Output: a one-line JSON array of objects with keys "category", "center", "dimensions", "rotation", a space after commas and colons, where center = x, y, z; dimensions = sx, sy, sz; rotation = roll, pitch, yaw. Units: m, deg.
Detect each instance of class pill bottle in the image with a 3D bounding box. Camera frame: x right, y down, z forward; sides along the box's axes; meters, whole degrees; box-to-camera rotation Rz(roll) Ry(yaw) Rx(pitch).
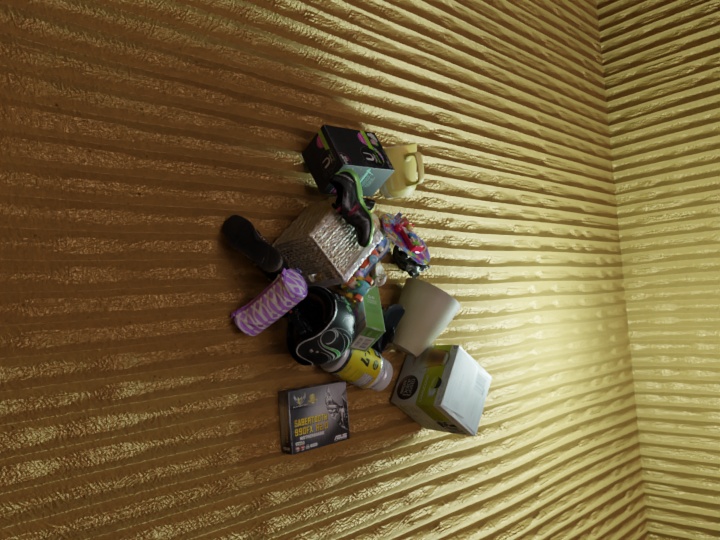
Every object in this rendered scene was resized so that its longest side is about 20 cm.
[{"category": "pill bottle", "center": [-0.009, 0.258, 1.637], "dimensions": [0.200, 0.114, 0.115], "rotation": [33, 63, -36]}]

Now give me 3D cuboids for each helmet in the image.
[{"category": "helmet", "center": [-0.107, 0.143, 1.497], "dimensions": [0.191, 0.199, 0.201], "rotation": [62, 42, -58]}]

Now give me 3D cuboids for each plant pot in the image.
[{"category": "plant pot", "center": [0.177, 0.156, 1.803], "dimensions": [0.187, 0.187, 0.201], "rotation": [38, 75, -34]}]

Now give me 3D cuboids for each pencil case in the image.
[{"category": "pencil case", "center": [-0.215, 0.077, 1.410], "dimensions": [0.085, 0.200, 0.084], "rotation": [35, 28, -31]}]

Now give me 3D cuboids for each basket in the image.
[{"category": "basket", "center": [-0.088, -0.076, 1.550], "dimensions": [0.161, 0.198, 0.200], "rotation": [54, 53, -21]}]

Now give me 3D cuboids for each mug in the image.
[{"category": "mug", "center": [0.108, -0.300, 1.795], "dimensions": [0.148, 0.187, 0.154], "rotation": [-8, 102, 0]}]

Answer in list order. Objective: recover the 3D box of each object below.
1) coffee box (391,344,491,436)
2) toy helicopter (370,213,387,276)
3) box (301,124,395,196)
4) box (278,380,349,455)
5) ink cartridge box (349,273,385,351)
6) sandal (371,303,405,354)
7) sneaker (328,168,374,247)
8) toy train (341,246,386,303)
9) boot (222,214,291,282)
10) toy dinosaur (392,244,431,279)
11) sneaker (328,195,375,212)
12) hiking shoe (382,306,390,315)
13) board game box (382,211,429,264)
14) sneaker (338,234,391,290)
[{"category": "coffee box", "center": [0.248, 0.363, 1.808], "dimensions": [0.200, 0.197, 0.200], "rotation": [43, 58, -33]}, {"category": "toy helicopter", "center": [0.041, -0.076, 1.774], "dimensions": [0.132, 0.079, 0.201], "rotation": [-32, 117, -51]}, {"category": "box", "center": [-0.034, -0.302, 1.648], "dimensions": [0.199, 0.124, 0.149], "rotation": [-3, 58, -43]}, {"category": "box", "center": [-0.119, 0.384, 1.559], "dimensions": [0.199, 0.048, 0.159], "rotation": [0, 85, -44]}, {"category": "ink cartridge box", "center": [0.004, 0.104, 1.583], "dimensions": [0.059, 0.104, 0.201], "rotation": [16, 44, -25]}, {"category": "sandal", "center": [0.069, 0.183, 1.683], "dimensions": [0.076, 0.043, 0.201], "rotation": [-6, 133, -38]}, {"category": "sneaker", "center": [-0.026, -0.148, 1.458], "dimensions": [0.083, 0.077, 0.201], "rotation": [-19, 88, -24]}, {"category": "toy train", "center": [0.000, 0.000, 1.550], "dimensions": [0.056, 0.150, 0.200], "rotation": [43, 13, -22]}, {"category": "boot", "center": [-0.246, -0.042, 1.461], "dimensions": [0.073, 0.200, 0.151], "rotation": [-49, 155, -10]}, {"category": "toy dinosaur", "center": [0.141, -0.026, 1.844], "dimensions": [0.199, 0.102, 0.077], "rotation": [31, 88, -26]}, {"category": "sneaker", "center": [-0.025, -0.159, 1.629], "dimensions": [0.078, 0.200, 0.091], "rotation": [7, 92, -30]}, {"category": "hiking shoe", "center": [0.019, 0.131, 1.720], "dimensions": [0.200, 0.075, 0.101], "rotation": [20, 62, -50]}, {"category": "board game box", "center": [0.153, -0.108, 1.821], "dimensions": [0.200, 0.039, 0.158], "rotation": [39, 29, -13]}, {"category": "sneaker", "center": [-0.003, -0.032, 1.677], "dimensions": [0.082, 0.074, 0.200], "rotation": [40, 89, -23]}]
